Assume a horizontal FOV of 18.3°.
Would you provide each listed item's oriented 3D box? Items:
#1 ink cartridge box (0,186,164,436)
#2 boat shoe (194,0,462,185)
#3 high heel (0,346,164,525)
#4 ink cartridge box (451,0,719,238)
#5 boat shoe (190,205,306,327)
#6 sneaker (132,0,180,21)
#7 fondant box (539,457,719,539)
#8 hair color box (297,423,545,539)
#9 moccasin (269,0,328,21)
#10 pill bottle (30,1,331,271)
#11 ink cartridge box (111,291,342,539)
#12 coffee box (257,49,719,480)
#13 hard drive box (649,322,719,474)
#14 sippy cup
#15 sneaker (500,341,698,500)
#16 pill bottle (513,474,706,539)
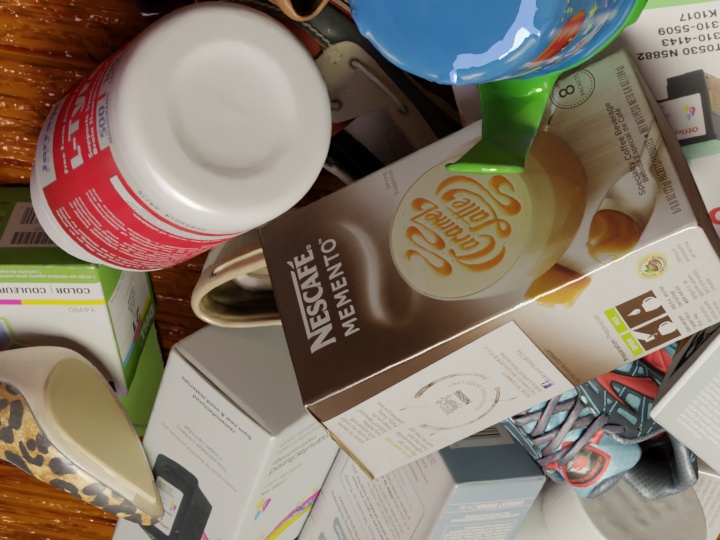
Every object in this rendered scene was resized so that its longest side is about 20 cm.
[{"bbox_3d":[-0.198,0.049,1.338,0.147,0.076,0.200,0,130,11],"label":"ink cartridge box"},{"bbox_3d":[-0.008,-0.084,1.190,0.200,0.063,0.071,37,130,-19],"label":"boat shoe"},{"bbox_3d":[-0.210,0.100,1.272,0.200,0.071,0.143,44,123,2],"label":"high heel"},{"bbox_3d":[0.122,-0.108,1.125,0.144,0.084,0.200,-4,131,15],"label":"ink cartridge box"},{"bbox_3d":[0.000,0.000,1.177,0.200,0.065,0.072,-3,129,32],"label":"boat shoe"},{"bbox_3d":[-0.087,-0.204,1.061,0.075,0.116,0.200,7,133,5],"label":"sneaker"},{"bbox_3d":[0.117,0.129,1.358,0.199,0.058,0.144,16,133,-2],"label":"fondant box"},{"bbox_3d":[0.024,0.149,1.256,0.060,0.099,0.200,-1,134,-29],"label":"hair color box"},{"bbox_3d":[-0.015,-0.212,1.046,0.073,0.078,0.202,3,124,-29],"label":"moccasin"},{"bbox_3d":[-0.102,-0.061,1.156,0.112,0.112,0.200,32,159,-17],"label":"pill bottle"},{"bbox_3d":[-0.054,0.105,1.301,0.083,0.146,0.200,40,136,20],"label":"ink cartridge box"},{"bbox_3d":[0.064,-0.001,1.059,0.200,0.115,0.080,-26,141,12],"label":"coffee box"},{"bbox_3d":[0.243,0.001,1.108,0.077,0.156,0.200,40,111,2],"label":"hard drive box"},{"bbox_3d":[0.054,-0.139,0.977,0.140,0.130,0.178,-34,93,22],"label":"sippy cup"},{"bbox_3d":[0.115,0.068,1.172,0.200,0.096,0.079,20,140,-38],"label":"sneaker"},{"bbox_3d":[0.108,0.186,1.298,0.109,0.110,0.200,27,131,-13],"label":"pill bottle"}]
